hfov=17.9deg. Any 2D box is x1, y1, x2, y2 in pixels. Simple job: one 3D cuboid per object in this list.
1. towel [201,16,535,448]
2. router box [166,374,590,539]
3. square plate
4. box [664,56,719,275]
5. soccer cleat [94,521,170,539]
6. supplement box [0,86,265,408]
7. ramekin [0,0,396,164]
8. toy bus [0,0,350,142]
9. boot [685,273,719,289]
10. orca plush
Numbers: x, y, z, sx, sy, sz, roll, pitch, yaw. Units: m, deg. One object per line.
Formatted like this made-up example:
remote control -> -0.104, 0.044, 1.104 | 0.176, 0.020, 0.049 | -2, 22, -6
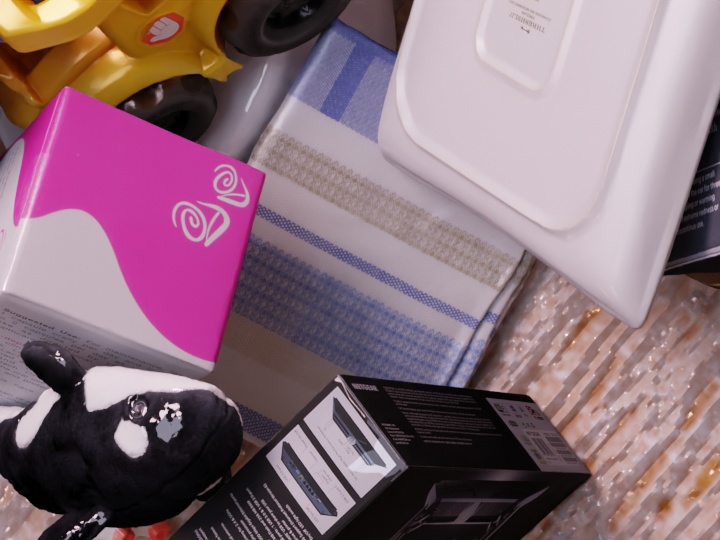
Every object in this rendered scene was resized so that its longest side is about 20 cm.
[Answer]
towel -> 0.000, 0.000, 1.069 | 0.147, 0.024, 0.200 | 26, 100, -13
router box -> -0.003, 0.120, 1.003 | 0.157, 0.200, 0.052 | -45, 67, 16
square plate -> 0.077, -0.105, 0.935 | 0.200, 0.028, 0.199 | 37, 118, 50
box -> 0.197, -0.102, 0.935 | 0.148, 0.107, 0.201 | 0, 83, -15
soccer cleat -> -0.094, 0.047, 1.134 | 0.078, 0.069, 0.200 | 41, 106, 28
supplement box -> -0.136, 0.011, 1.034 | 0.200, 0.103, 0.101 | -35, 37, 59
ramekin -> -0.091, -0.111, 1.129 | 0.200, 0.098, 0.201 | -3, 84, 27
toy bus -> -0.116, -0.144, 0.983 | 0.200, 0.192, 0.136 | -41, 70, 18
boot -> 0.165, -0.094, 1.008 | 0.073, 0.075, 0.201 | 4, 86, 29
orca plush -> -0.129, 0.084, 0.958 | 0.200, 0.105, 0.071 | 6, 55, 40
